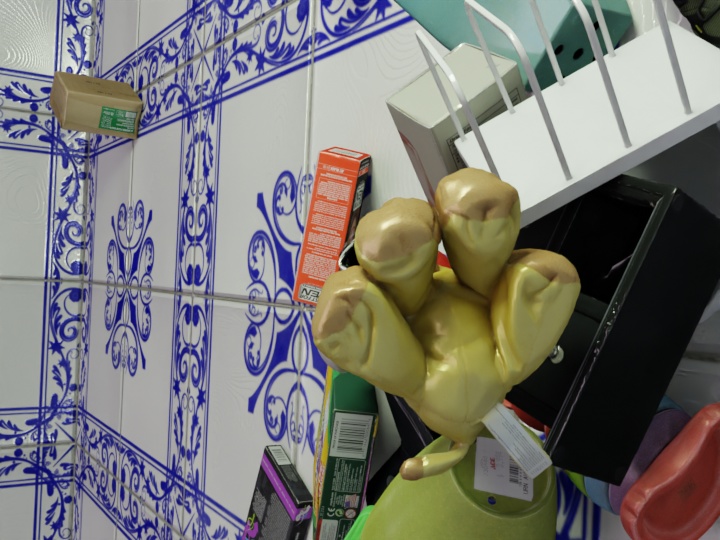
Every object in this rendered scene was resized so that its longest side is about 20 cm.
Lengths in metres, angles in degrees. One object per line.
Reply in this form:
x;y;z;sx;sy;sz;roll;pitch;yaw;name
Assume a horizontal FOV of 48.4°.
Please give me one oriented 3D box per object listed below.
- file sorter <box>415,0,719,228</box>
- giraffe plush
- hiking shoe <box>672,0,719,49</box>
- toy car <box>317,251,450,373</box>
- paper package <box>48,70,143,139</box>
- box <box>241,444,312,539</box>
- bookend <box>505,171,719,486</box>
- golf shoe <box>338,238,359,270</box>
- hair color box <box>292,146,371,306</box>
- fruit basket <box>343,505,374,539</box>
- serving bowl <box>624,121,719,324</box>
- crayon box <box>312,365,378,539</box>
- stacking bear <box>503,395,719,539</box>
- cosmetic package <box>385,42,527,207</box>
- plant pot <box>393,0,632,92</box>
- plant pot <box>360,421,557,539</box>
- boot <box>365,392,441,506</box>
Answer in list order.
0.153;-0.153;0.577;0.198;0.125;0.140;-29;32;7;file sorter
0.056;0.032;0.572;0.162;0.170;0.203;-124;10;-75;giraffe plush
0.257;-0.241;0.635;0.076;0.099;0.202;-58;42;38;hiking shoe
0.060;0.051;0.843;0.172;0.200;0.153;13;84;23;toy car
-0.685;-0.427;2.074;0.191;0.197;0.105;47;125;49;paper package
-0.136;0.406;1.280;0.143;0.036;0.203;43;122;52;box
0.149;0.022;0.628;0.199;0.091;0.202;31;97;55;bookend
0.000;0.000;1.039;0.201;0.093;0.079;-57;44;41;golf shoe
-0.038;-0.060;1.092;0.102;0.060;0.204;-51;-26;-74;hair color box
0.049;0.381;0.895;0.157;0.214;0.215;-57;38;6;fruit basket
0.247;-0.042;0.668;0.199;0.065;0.204;-9;79;58;serving bowl
-0.024;0.219;1.015;0.173;0.057;0.204;-101;19;-68;crayon box
0.204;0.132;0.679;0.121;0.114;0.199;-43;39;-8;stacking bear
0.113;-0.094;0.758;0.087;0.103;0.202;43;164;51;cosmetic package
0.154;-0.266;0.778;0.201;0.139;0.142;57;134;33;plant pot
0.102;0.223;0.722;0.202;0.184;0.189;102;151;-47;plant pot
0.047;0.211;0.960;0.169;0.075;0.202;-57;47;34;boot
